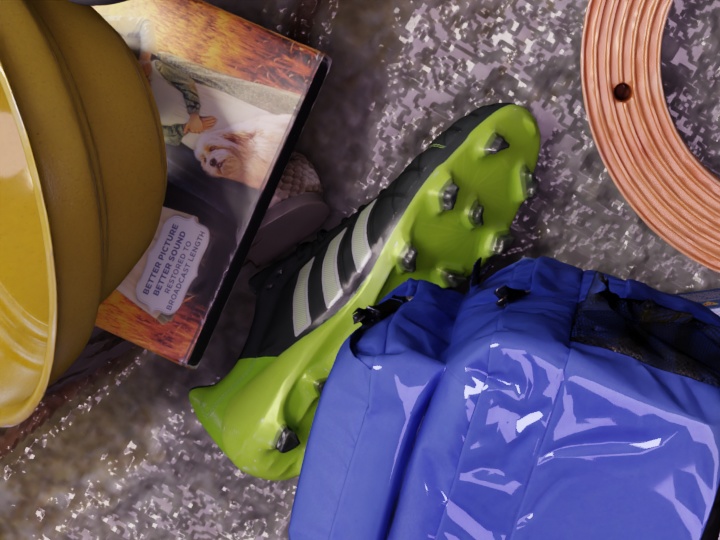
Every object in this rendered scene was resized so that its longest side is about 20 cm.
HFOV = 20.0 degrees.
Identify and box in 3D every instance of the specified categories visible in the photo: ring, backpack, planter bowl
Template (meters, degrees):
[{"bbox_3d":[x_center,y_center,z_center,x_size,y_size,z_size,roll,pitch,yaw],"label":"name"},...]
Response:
[{"bbox_3d":[0.194,-0.092,0.878,0.199,0.019,0.201,1,98,4],"label":"ring"},{"bbox_3d":[0.071,0.071,0.806,0.167,0.200,0.163,24,106,8],"label":"backpack"},{"bbox_3d":[-0.132,-0.047,0.789,0.083,0.200,0.201,-18,106,-31],"label":"planter bowl"}]

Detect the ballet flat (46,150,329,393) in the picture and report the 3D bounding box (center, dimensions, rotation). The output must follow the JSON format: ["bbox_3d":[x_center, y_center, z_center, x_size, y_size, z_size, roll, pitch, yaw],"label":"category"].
[{"bbox_3d":[-0.106,0.002,0.908,0.200,0.067,0.046,-31,73,9],"label":"ballet flat"}]

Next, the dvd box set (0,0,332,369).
[{"bbox_3d":[-0.131,-0.065,0.870,0.199,0.029,0.147,25,89,8],"label":"dvd box set"}]

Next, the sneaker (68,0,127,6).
[{"bbox_3d":[-0.108,-0.150,0.805,0.084,0.200,0.075,-28,117,21],"label":"sneaker"}]

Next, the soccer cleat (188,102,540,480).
[{"bbox_3d":[0.000,0.000,0.890,0.200,0.081,0.068,-51,136,-7],"label":"soccer cleat"}]

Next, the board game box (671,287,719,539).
[{"bbox_3d":[0.116,0.083,0.924,0.199,0.034,0.136,-7,103,5],"label":"board game box"}]
